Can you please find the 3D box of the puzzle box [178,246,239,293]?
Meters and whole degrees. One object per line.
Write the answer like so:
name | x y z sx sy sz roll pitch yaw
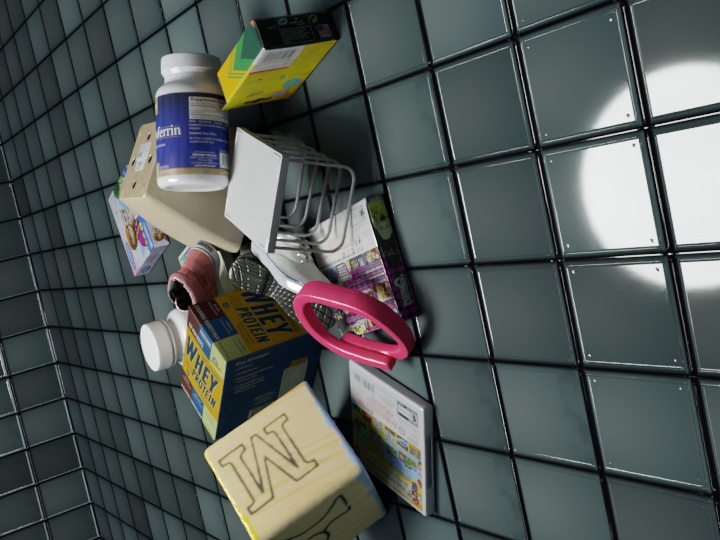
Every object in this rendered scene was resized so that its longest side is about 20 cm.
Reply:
puzzle box | -0.264 0.027 1.834 0.133 0.025 0.202 -43 65 44

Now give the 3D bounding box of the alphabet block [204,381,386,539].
alphabet block | -0.101 0.340 1.603 0.197 0.198 0.197 50 168 37

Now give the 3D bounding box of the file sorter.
file sorter | -0.108 -0.118 1.491 0.200 0.123 0.141 36 119 58

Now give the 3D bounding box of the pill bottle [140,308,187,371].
pill bottle | -0.312 0.121 1.915 0.114 0.197 0.116 32 129 49

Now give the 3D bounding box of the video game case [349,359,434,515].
video game case | 0.047 0.252 1.545 0.199 0.023 0.185 27 126 51

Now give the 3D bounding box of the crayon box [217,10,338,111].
crayon box | -0.131 -0.307 1.479 0.200 0.125 0.052 -35 74 58

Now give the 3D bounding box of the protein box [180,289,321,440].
protein box | -0.187 0.147 1.716 0.135 0.196 0.202 49 142 33

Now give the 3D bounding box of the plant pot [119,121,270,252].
plant pot | -0.294 -0.155 1.701 0.199 0.175 0.204 4 77 59

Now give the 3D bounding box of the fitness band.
fitness band | -0.010 0.078 1.452 0.198 0.038 0.145 12 144 37

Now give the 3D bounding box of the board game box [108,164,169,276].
board game box | -0.512 -0.114 2.304 0.199 0.041 0.203 -39 69 58

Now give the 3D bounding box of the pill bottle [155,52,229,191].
pill bottle | -0.262 -0.229 1.561 0.115 0.114 0.204 -6 85 60

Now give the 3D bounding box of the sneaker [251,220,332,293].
sneaker | -0.106 -0.023 1.559 0.199 0.072 0.072 37 117 40

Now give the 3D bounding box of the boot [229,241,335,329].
boot | -0.117 0.014 1.654 0.068 0.198 0.131 -60 3 18

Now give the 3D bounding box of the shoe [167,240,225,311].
shoe | -0.283 0.044 1.720 0.071 0.091 0.202 26 145 15

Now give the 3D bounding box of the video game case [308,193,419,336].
video game case | 0.000 0.000 1.491 0.199 0.035 0.184 -24 83 60

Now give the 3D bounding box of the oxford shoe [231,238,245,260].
oxford shoe | -0.240 -0.007 1.863 0.072 0.070 0.204 -6 98 58
